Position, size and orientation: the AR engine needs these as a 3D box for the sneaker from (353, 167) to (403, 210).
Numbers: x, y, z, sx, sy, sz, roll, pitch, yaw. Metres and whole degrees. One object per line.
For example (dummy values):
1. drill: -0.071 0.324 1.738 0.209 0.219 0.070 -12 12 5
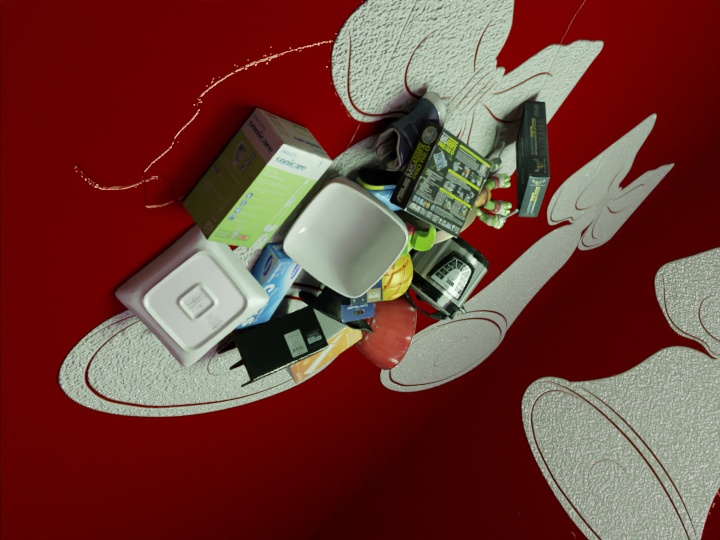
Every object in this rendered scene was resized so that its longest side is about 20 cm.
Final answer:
1. sneaker: 0.071 -0.147 1.608 0.195 0.067 0.079 5 132 -21

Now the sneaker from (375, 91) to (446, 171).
1. sneaker: 0.095 -0.221 1.543 0.146 0.076 0.204 -43 150 -20

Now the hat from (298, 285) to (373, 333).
1. hat: -0.039 0.061 1.787 0.082 0.198 0.200 -64 154 5

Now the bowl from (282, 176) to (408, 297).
1. bowl: -0.025 -0.070 1.555 0.200 0.198 0.075 -47 -164 28

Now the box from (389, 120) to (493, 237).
1. box: 0.154 -0.165 1.529 0.198 0.044 0.163 20 97 -52

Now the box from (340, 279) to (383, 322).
1. box: 0.000 0.000 1.707 0.032 0.206 0.120 -1 -177 36

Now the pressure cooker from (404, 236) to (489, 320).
1. pressure cooker: 0.197 0.014 1.992 0.201 0.175 0.178 -52 144 1

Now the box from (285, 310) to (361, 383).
1. box: -0.102 0.154 1.928 0.198 0.098 0.125 -34 157 -13

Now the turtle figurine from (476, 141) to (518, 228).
1. turtle figurine: 0.320 -0.178 1.899 0.199 0.146 0.193 -38 168 27

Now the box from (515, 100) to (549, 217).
1. box: 0.379 -0.246 1.819 0.050 0.205 0.159 2 153 2

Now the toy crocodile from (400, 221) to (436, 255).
1. toy crocodile: 0.054 -0.083 1.619 0.067 0.196 0.063 -43 149 -56

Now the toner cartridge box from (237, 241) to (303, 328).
1. toner cartridge box: -0.185 0.028 1.635 0.094 0.043 0.201 -15 147 -50

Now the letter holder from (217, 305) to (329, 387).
1. letter holder: -0.192 0.171 1.769 0.197 0.102 0.142 -21 172 -33

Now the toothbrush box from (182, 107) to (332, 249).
1. toothbrush box: -0.162 -0.139 1.301 0.200 0.087 0.145 -47 156 19

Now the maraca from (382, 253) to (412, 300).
1. maraca: 0.052 -0.007 1.868 0.138 0.106 0.200 -48 140 -7

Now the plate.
1. plate: -0.280 0.049 1.397 0.198 0.032 0.201 -38 122 -3

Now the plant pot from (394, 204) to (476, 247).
1. plant pot: 0.136 -0.138 1.705 0.198 0.200 0.094 -31 118 -19

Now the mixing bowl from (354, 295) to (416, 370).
1. mixing bowl: 0.041 0.137 2.043 0.106 0.203 0.201 17 127 -27
